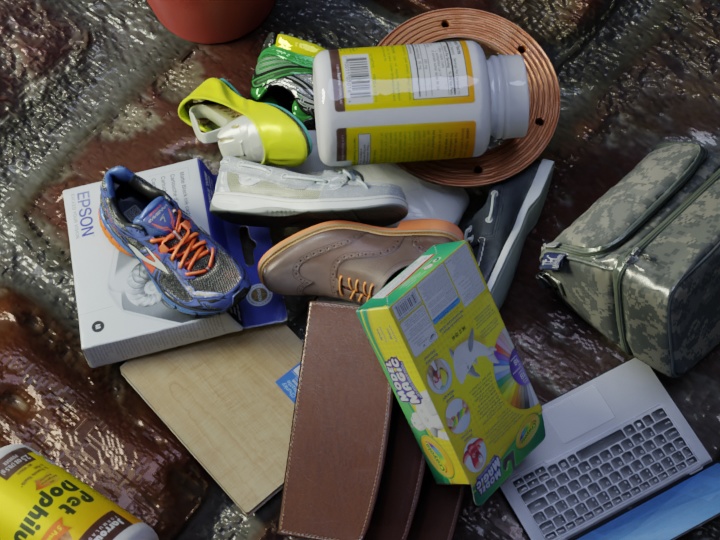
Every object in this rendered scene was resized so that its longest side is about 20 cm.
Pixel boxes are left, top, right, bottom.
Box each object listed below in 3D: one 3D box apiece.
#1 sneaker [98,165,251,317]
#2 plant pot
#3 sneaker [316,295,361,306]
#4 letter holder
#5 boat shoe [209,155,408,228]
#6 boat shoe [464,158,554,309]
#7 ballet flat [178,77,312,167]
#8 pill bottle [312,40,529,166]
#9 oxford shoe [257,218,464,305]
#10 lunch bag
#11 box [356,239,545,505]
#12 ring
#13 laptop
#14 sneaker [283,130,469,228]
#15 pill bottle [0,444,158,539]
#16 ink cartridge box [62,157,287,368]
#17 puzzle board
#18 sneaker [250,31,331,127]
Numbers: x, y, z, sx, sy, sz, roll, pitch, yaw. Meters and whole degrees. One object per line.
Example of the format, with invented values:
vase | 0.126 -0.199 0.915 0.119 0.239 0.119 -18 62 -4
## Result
sneaker | -0.183 -0.028 1.537 0.199 0.079 0.075 34 66 26
plant pot | -0.165 -0.350 1.725 0.197 0.178 0.203 -2 60 3
sneaker | 0.038 0.067 1.529 0.199 0.081 0.076 35 69 23
letter holder | 0.021 0.139 1.425 0.140 0.100 0.203 6 84 19
boat shoe | -0.049 -0.076 1.560 0.199 0.074 0.066 2 76 24
boat shoe | 0.131 -0.034 1.588 0.060 0.076 0.201 18 51 13
ballet flat | -0.122 -0.140 1.636 0.066 0.068 0.200 -25 34 -23
pill bottle | 0.056 -0.159 1.541 0.197 0.110 0.110 -4 60 -3
oxford shoe | 0.000 0.000 1.522 0.197 0.072 0.073 -9 42 7
lunch bag | 0.284 -0.021 1.536 0.200 0.140 0.167 -41 47 -20
box | 0.084 0.090 1.400 0.048 0.202 0.117 -9 23 49
ring | 0.099 -0.170 1.617 0.197 0.019 0.203 1 67 -2
laptop | 0.226 0.168 1.437 0.186 0.116 0.201 -25 62 -11
sneaker | -0.004 -0.060 1.608 0.198 0.074 0.116 19 60 13
pill bottle | -0.252 0.244 1.421 0.199 0.110 0.110 29 66 19
ink cartridge box | -0.185 -0.017 1.602 0.197 0.041 0.201 -14 55 -2
puzzle board | -0.111 0.116 1.548 0.150 0.017 0.200 -38 65 -18
sneaker | -0.021 -0.176 1.684 0.198 0.078 0.086 16 72 20
